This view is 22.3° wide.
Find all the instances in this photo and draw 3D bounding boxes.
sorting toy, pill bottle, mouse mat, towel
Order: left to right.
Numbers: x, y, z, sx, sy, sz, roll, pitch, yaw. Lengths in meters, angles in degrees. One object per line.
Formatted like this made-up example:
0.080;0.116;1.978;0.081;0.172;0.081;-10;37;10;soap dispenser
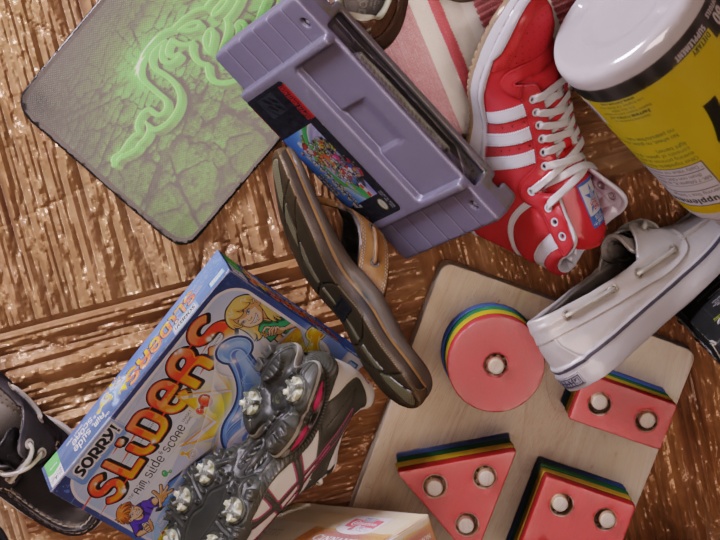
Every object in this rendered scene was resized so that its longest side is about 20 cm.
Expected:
-0.120;-0.138;1.280;0.161;0.008;0.200;40;96;-9;mouse mat
0.102;-0.184;1.274;0.199;0.023;0.145;-23;99;0;towel
0.117;0.122;1.307;0.197;0.070;0.201;19;100;-6;sorting toy
0.226;-0.106;1.182;0.114;0.114;0.200;-45;119;6;pill bottle

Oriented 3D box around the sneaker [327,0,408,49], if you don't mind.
0.014;-0.246;1.218;0.070;0.076;0.202;3;90;0;sneaker

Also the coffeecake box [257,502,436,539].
0.004;0.272;1.284;0.073;0.153;0.201;-26;103;-36;coffeecake box

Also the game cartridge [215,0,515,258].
-0.001;-0.096;1.233;0.200;0.129;0.038;46;56;-12;game cartridge

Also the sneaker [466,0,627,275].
0.127;-0.086;1.214;0.112;0.071;0.201;33;139;27;sneaker

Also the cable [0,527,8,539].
-0.337;0.239;1.326;0.163;0.051;0.201;36;100;-3;cable

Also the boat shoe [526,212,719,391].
0.193;-0.002;1.261;0.200;0.072;0.066;-40;99;-18;boat shoe

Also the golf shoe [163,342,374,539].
-0.063;0.145;1.264;0.088;0.077;0.201;18;114;-44;golf shoe

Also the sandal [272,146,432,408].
0.000;0.000;1.268;0.054;0.082;0.201;-32;84;-17;sandal

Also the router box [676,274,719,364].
0.312;-0.009;1.249;0.200;0.150;0.062;-41;103;6;router box

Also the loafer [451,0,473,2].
0.096;-0.276;1.221;0.067;0.076;0.202;5;100;-48;loafer

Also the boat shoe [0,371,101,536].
-0.254;0.114;1.294;0.074;0.060;0.201;-36;101;1;boat shoe

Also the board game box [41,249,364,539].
-0.110;0.102;1.287;0.135;0.034;0.200;35;98;-31;board game box
